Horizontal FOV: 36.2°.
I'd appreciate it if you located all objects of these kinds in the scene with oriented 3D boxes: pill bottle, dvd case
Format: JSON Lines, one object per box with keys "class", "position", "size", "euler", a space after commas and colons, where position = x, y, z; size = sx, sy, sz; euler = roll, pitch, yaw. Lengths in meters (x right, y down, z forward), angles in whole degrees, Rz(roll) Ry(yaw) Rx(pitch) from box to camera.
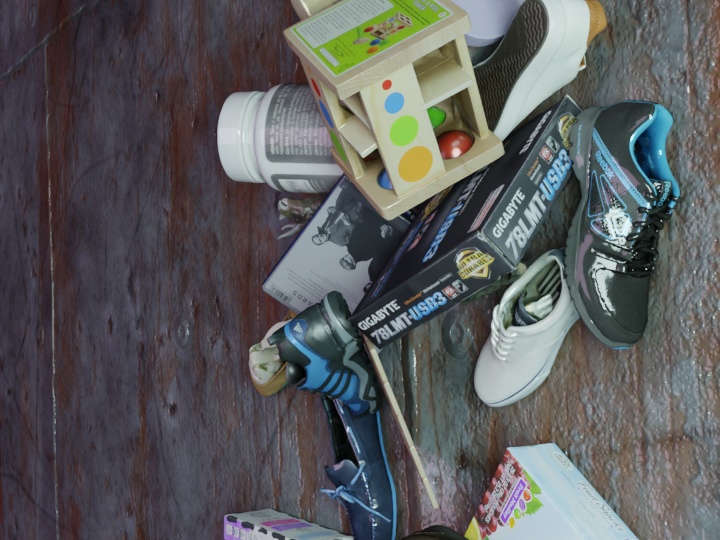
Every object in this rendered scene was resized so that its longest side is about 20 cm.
{"class": "pill bottle", "position": [-0.042, -0.137, 1.145], "size": [0.197, 0.114, 0.116], "euler": [4, 94, 21]}
{"class": "dvd case", "position": [0.000, 0.000, 1.147], "size": [0.200, 0.149, 0.025], "euler": [-49, 9, 44]}

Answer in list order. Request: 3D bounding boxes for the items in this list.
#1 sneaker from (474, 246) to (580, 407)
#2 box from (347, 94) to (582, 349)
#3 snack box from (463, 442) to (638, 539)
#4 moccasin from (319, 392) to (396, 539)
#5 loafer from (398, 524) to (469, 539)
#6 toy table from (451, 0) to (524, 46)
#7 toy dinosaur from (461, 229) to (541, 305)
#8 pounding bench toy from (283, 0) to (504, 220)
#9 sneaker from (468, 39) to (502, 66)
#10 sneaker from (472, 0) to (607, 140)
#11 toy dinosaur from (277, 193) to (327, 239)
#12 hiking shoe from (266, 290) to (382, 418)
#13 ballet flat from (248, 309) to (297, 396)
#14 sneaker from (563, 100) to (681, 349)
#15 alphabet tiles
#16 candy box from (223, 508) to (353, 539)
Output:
{"class": "sneaker", "position": [0.145, 0.047, 0.985], "size": [0.073, 0.070, 0.201], "euler": [59, 134, 36]}
{"class": "box", "position": [0.097, -0.041, 0.968], "size": [0.050, 0.201, 0.198], "euler": [42, 142, -9]}
{"class": "snack box", "position": [0.159, 0.284, 0.967], "size": [0.169, 0.067, 0.202], "euler": [51, 130, 43]}
{"class": "moccasin", "position": [-0.013, 0.217, 1.213], "size": [0.080, 0.067, 0.203], "euler": [-33, 64, 50]}
{"class": "loafer", "position": [0.092, 0.274, 0.943], "size": [0.199, 0.071, 0.074], "euler": [3, 91, 56]}
{"class": "toy table", "position": [0.125, -0.309, 0.943], "size": [0.117, 0.181, 0.203], "euler": [148, 121, -66]}
{"class": "toy dinosaur", "position": [0.122, -0.006, 0.982], "size": [0.048, 0.088, 0.200], "euler": [48, 160, -4]}
{"class": "pounding bench toy", "position": [0.018, -0.166, 0.981], "size": [0.200, 0.123, 0.157], "euler": [52, 168, 50]}
{"class": "sneaker", "position": [0.086, -0.200, 1.061], "size": [0.077, 0.081, 0.201], "euler": [56, 135, 38]}
{"class": "sneaker", "position": [0.151, -0.167, 0.977], "size": [0.200, 0.084, 0.074], "euler": [-48, 55, 57]}
{"class": "toy dinosaur", "position": [-0.003, -0.053, 1.212], "size": [0.199, 0.076, 0.104], "euler": [32, 123, 37]}
{"class": "hiking shoe", "position": [-0.035, 0.094, 1.121], "size": [0.201, 0.086, 0.075], "euler": [70, 177, -52]}
{"class": "ballet flat", "position": [-0.103, 0.095, 1.348], "size": [0.200, 0.062, 0.069], "euler": [-47, 53, 44]}
{"class": "sneaker", "position": [0.213, -0.038, 0.886], "size": [0.081, 0.072, 0.203], "euler": [-7, 85, 53]}
{"class": "alphabet tiles", "position": [0.028, 0.123, 1.094], "size": [0.200, 0.007, 0.169], "euler": [-121, 9, -75]}
{"class": "candy box", "position": [-0.088, 0.389, 1.318], "size": [0.199, 0.071, 0.171], "euler": [-2, 88, 56]}
